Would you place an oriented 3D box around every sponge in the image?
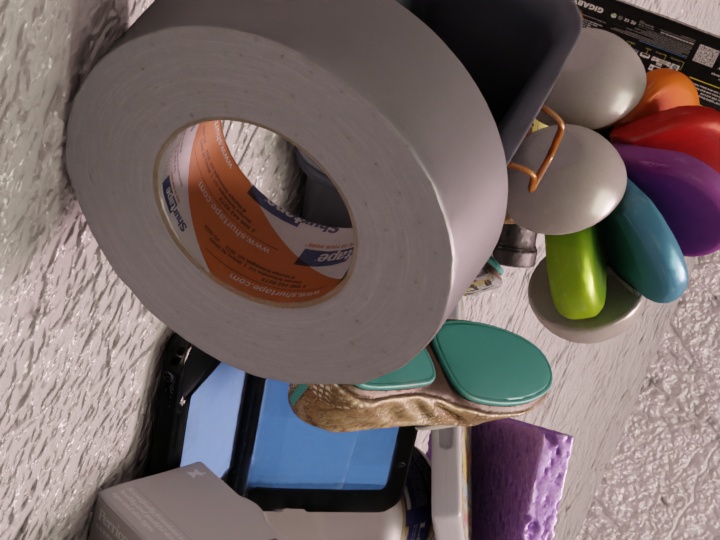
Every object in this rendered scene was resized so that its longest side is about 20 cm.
[{"bbox_3d":[0.095,0.162,1.863,0.200,0.030,0.112,-169,-92,-69],"label":"sponge"}]

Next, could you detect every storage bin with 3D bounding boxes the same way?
[{"bbox_3d":[0.047,-0.085,1.592,0.200,0.145,0.134,-60,175,-28],"label":"storage bin"}]

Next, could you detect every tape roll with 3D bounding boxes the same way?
[{"bbox_3d":[-0.035,-0.043,1.176,0.066,0.200,0.200,-53,160,-45],"label":"tape roll"}]

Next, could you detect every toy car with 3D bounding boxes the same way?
[{"bbox_3d":[0.184,-0.054,1.703,0.175,0.150,0.200,72,26,-48],"label":"toy car"}]

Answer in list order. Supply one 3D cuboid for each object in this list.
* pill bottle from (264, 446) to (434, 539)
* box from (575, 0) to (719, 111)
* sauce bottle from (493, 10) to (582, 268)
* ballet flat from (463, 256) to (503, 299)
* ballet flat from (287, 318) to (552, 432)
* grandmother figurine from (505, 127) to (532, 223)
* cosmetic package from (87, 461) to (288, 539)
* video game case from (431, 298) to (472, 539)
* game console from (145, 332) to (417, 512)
[{"bbox_3d":[-0.006,0.170,1.816,0.116,0.116,0.200,-68,167,5],"label":"pill bottle"},{"bbox_3d":[0.209,-0.127,1.988,0.049,0.200,0.160,80,35,-64],"label":"box"},{"bbox_3d":[0.126,-0.103,1.916,0.066,0.066,0.200,-20,117,-72],"label":"sauce bottle"},{"bbox_3d":[0.064,-0.005,1.838,0.200,0.072,0.072,-87,-162,-79],"label":"ballet flat"},{"bbox_3d":[0.032,0.067,1.537,0.200,0.071,0.065,7,145,-44],"label":"ballet flat"},{"bbox_3d":[0.100,-0.135,1.764,0.121,0.061,0.200,168,-71,-78],"label":"grandmother figurine"},{"bbox_3d":[-0.111,0.225,1.480,0.090,0.107,0.200,-16,129,-40],"label":"cosmetic package"},{"bbox_3d":[0.064,0.112,1.773,0.200,0.023,0.182,79,11,-69],"label":"video game case"},{"bbox_3d":[-0.043,0.097,1.542,0.176,0.116,0.200,-50,156,-53],"label":"game console"}]
